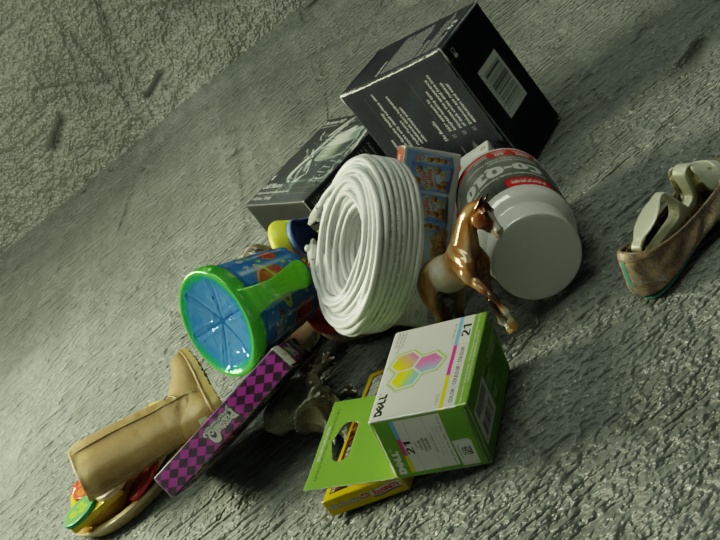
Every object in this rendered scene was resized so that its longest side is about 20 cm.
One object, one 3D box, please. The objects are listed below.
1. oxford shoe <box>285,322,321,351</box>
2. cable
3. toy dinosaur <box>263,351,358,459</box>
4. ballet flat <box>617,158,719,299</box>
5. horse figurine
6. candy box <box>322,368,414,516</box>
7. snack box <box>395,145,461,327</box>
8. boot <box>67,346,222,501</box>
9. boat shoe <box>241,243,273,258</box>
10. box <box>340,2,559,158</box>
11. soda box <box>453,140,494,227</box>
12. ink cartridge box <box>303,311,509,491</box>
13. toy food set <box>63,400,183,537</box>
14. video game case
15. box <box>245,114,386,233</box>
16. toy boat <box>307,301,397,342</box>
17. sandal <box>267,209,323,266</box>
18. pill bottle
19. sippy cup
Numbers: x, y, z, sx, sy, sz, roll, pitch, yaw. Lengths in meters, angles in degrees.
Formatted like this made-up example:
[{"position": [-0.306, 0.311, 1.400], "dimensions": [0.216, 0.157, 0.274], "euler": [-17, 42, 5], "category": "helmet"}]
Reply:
[{"position": [-0.079, 0.081, 1.739], "dimensions": [0.075, 0.058, 0.200], "euler": [-37, 3, 41], "category": "oxford shoe"}, {"position": [0.007, -0.026, 1.488], "dimensions": [0.200, 0.069, 0.201], "euler": [122, 147, -48], "category": "cable"}, {"position": [-0.071, 0.153, 1.541], "dimensions": [0.199, 0.077, 0.102], "euler": [-8, 24, 49], "category": "toy dinosaur"}, {"position": [0.315, -0.061, 1.311], "dimensions": [0.200, 0.067, 0.068], "euler": [-50, 23, -24], "category": "ballet flat"}, {"position": [0.106, 0.018, 1.405], "dimensions": [0.050, 0.133, 0.200], "euler": [-25, -9, -25], "category": "horse figurine"}, {"position": [0.030, 0.164, 1.412], "dimensions": [0.102, 0.026, 0.200], "euler": [-23, 26, 30], "category": "candy box"}, {"position": [0.066, -0.037, 1.534], "dimensions": [0.024, 0.071, 0.201], "euler": [-172, 89, -70], "category": "snack box"}, {"position": [-0.279, 0.189, 1.723], "dimensions": [0.199, 0.066, 0.175], "euler": [-28, 28, -10], "category": "boot"}, {"position": [-0.133, 0.052, 1.767], "dimensions": [0.201, 0.074, 0.074], "euler": [98, -176, -46], "category": "boat shoe"}, {"position": [0.117, -0.216, 1.788], "dimensions": [0.199, 0.197, 0.118], "euler": [-18, 29, 46], "category": "box"}, {"position": [0.100, -0.076, 1.725], "dimensions": [0.200, 0.064, 0.068], "euler": [-34, 20, 18], "category": "soda box"}, {"position": [0.035, 0.131, 1.332], "dimensions": [0.199, 0.076, 0.148], "euler": [-13, 30, 22], "category": "ink cartridge box"}, {"position": [-0.305, 0.264, 1.763], "dimensions": [0.200, 0.049, 0.198], "euler": [-40, 20, 1], "category": "toy food set"}, {"position": [-0.143, 0.166, 1.573], "dimensions": [0.200, 0.036, 0.181], "euler": [-48, -3, 5], "category": "video game case"}, {"position": [-0.029, -0.118, 1.958], "dimensions": [0.197, 0.124, 0.200], "euler": [-46, 21, -21], "category": "box"}, {"position": [0.000, 0.000, 1.647], "dimensions": [0.199, 0.131, 0.131], "euler": [-21, 27, 41], "category": "toy boat"}, {"position": [-0.031, -0.037, 1.761], "dimensions": [0.087, 0.080, 0.200], "euler": [-23, -12, 27], "category": "sandal"}, {"position": [0.172, -0.052, 1.476], "dimensions": [0.114, 0.114, 0.200], "euler": [-37, 21, 9], "category": "pill bottle"}, {"position": [-0.125, 0.039, 1.614], "dimensions": [0.177, 0.140, 0.130], "euler": [17, 33, 40], "category": "sippy cup"}]
